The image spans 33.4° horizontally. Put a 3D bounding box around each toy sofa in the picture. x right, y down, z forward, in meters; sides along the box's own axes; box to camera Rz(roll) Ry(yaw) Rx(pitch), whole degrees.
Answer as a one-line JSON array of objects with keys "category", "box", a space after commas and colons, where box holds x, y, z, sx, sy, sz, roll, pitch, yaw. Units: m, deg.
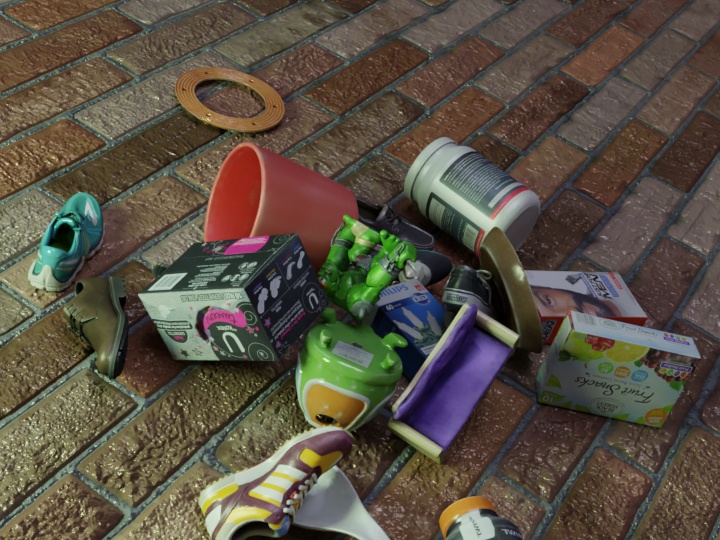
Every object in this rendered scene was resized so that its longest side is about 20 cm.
[{"category": "toy sofa", "box": [0.124, 0.148, 1.588, 0.083, 0.098, 0.200, 32, 73, 15]}]

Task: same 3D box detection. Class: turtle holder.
[{"category": "turtle holder", "box": [-0.026, 0.131, 1.582, 0.140, 0.132, 0.186, 13, 19, -24]}]

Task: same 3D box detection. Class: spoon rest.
[{"category": "spoon rest", "box": [-0.026, 0.295, 1.431, 0.200, 0.061, 0.099, 38, 53, 20]}]

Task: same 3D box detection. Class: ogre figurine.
[{"category": "ogre figurine", "box": [0.000, 0.000, 1.637, 0.199, 0.120, 0.098, 26, -7, 43]}]

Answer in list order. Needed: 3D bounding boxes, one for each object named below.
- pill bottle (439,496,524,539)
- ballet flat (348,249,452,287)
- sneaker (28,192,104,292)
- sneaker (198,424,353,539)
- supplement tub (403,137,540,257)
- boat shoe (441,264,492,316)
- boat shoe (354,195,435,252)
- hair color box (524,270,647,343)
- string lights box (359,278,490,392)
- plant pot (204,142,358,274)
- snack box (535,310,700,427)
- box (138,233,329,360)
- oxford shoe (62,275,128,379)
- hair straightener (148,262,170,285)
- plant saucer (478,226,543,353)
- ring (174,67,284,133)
[{"category": "pill bottle", "box": [0.156, 0.362, 1.399, 0.106, 0.107, 0.201, 2, 40, -23]}, {"category": "ballet flat", "box": [0.046, 0.005, 1.834, 0.199, 0.073, 0.073, 5, 38, -10]}, {"category": "sneaker", "box": [-0.404, -0.052, 1.683, 0.077, 0.080, 0.201, 16, 36, -6]}, {"category": "sneaker", "box": [-0.086, 0.260, 1.397, 0.199, 0.075, 0.090, -30, 54, -1]}, {"category": "supplement tub", "box": [0.185, -0.117, 1.993, 0.200, 0.141, 0.140, 39, 40, 23]}, {"category": "boat shoe", "box": [0.158, 0.029, 1.772, 0.073, 0.069, 0.199, 11, -6, 17]}, {"category": "boat shoe", "box": [0.031, -0.075, 1.930, 0.199, 0.065, 0.072, 20, 35, -1]}, {"category": "hair color box", "box": [0.342, 0.058, 1.911, 0.199, 0.064, 0.111, 0, 41, -23]}, {"category": "string lights box", "box": [0.096, 0.105, 1.736, 0.102, 0.059, 0.200, -15, 49, -37]}, {"category": "plant pot", "box": [-0.112, -0.073, 1.770, 0.176, 0.201, 0.201, 13, 35, -28]}, {"category": "snack box", "box": [0.371, 0.145, 1.746, 0.199, 0.143, 0.053, 12, 36, -9]}, {"category": "box", "box": [-0.165, 0.039, 1.563, 0.199, 0.115, 0.132, -4, 31, 40]}, {"category": "oxford shoe", "box": [-0.345, 0.076, 1.562, 0.084, 0.073, 0.200, 3, 28, -18]}, {"category": "hair straightener", "box": [-0.201, 0.024, 1.714, 0.199, 0.041, 0.077, 13, 37, -11]}, {"category": "plant saucer", "box": [0.220, 0.034, 1.796, 0.034, 0.201, 0.201, -20, 46, -4]}, {"category": "ring", "box": [-0.232, -0.301, 2.133, 0.199, 0.019, 0.201, 12, 37, -9]}]
